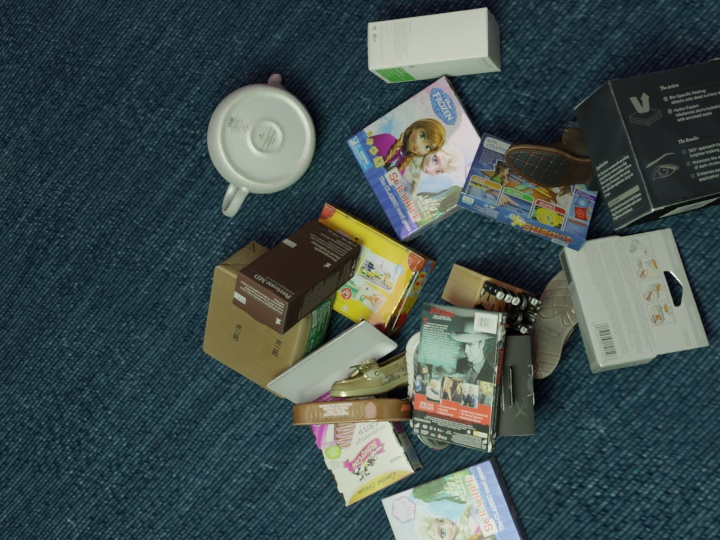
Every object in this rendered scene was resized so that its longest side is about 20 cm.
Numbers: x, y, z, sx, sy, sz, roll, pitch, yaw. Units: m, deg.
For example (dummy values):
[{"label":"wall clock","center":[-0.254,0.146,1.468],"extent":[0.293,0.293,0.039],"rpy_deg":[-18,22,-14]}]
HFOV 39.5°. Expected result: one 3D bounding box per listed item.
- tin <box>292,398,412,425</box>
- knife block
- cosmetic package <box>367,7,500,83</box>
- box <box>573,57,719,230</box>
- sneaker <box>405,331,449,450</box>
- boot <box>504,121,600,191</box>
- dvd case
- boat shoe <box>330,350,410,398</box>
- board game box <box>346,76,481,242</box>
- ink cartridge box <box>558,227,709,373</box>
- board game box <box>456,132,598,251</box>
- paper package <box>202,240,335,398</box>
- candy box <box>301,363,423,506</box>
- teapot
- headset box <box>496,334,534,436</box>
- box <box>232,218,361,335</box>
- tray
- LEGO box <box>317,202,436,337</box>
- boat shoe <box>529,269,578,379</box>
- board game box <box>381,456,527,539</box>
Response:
[{"label":"tin","center":[-0.015,0.224,1.585],"extent":[0.200,0.112,0.042],"rpy_deg":[-7,84,25]},{"label":"knife block","center":[0.188,0.039,1.544],"extent":[0.200,0.176,0.064],"rpy_deg":[23,93,31]},{"label":"cosmetic package","center":[0.122,-0.367,1.643],"extent":[0.200,0.108,0.085],"rpy_deg":[-1,86,21]},{"label":"box","center":[0.448,-0.184,1.465],"extent":[0.196,0.117,0.200],"rpy_deg":[-13,81,-18]},{"label":"sneaker","center":[0.119,0.197,1.568],"extent":[0.074,0.087,0.200],"rpy_deg":[-13,108,-21]},{"label":"boot","center":[0.306,-0.182,1.539],"extent":[0.075,0.200,0.097],"rpy_deg":[118,155,-44]},{"label":"dvd case","center":[0.143,0.154,1.470],"extent":[0.146,0.022,0.200],"rpy_deg":[5,93,42]},{"label":"boat shoe","center":[0.038,0.161,1.616],"extent":[0.073,0.200,0.063],"rpy_deg":[-12,91,62]},{"label":"board game box","center":[0.107,-0.183,1.663],"extent":[0.199,0.041,0.200],"rpy_deg":[-32,78,15]},{"label":"ink cartridge box","center":[0.413,0.043,1.527],"extent":[0.173,0.044,0.200],"rpy_deg":[-9,71,-8]},{"label":"board game box","center":[0.263,-0.123,1.549],"extent":[0.200,0.034,0.135],"rpy_deg":[22,56,3]},{"label":"paper package","center":[-0.155,0.084,1.677],"extent":[0.191,0.103,0.200],"rpy_deg":[28,128,19]},{"label":"candy box","center":[-0.003,0.272,1.675],"extent":[0.136,0.061,0.200],"rpy_deg":[-31,78,15]},{"label":"teapot","center":[-0.178,-0.220,1.726],"extent":[0.200,0.146,0.198],"rpy_deg":[-26,100,-16]},{"label":"headset box","center":[0.203,0.173,1.530],"extent":[0.075,0.200,0.149],"rpy_deg":[-1,87,-11]},{"label":"box","center":[-0.097,0.006,1.568],"extent":[0.100,0.200,0.075],"rpy_deg":[30,133,19]},{"label":"tray","center":[-0.047,0.147,1.619],"extent":[0.200,0.107,0.022],"rpy_deg":[-34,49,15]},{"label":"LEGO box","center":[0.000,0.000,1.681],"extent":[0.200,0.077,0.149],"rpy_deg":[31,97,19]},{"label":"boat shoe","center":[0.300,0.081,1.569],"extent":[0.076,0.072,0.200],"rpy_deg":[32,76,7]},{"label":"board game box","center":[0.160,0.429,1.618],"extent":[0.199,0.041,0.200],"rpy_deg":[-25,79,17]}]
